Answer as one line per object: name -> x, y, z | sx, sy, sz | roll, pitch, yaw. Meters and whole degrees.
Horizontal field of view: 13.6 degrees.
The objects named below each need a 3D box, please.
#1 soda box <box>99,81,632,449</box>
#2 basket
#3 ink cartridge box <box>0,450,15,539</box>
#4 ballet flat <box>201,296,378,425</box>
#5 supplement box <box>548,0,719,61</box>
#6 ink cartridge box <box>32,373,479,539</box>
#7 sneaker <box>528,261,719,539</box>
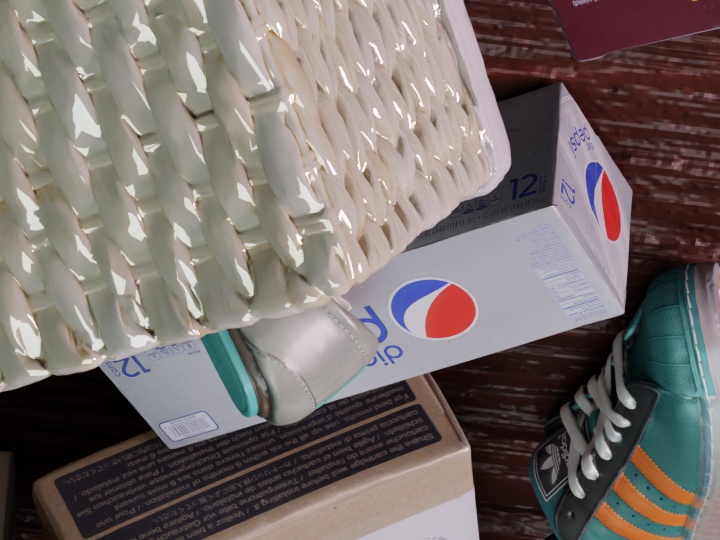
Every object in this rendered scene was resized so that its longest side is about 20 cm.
soda box -> 0.000, 0.000, 1.131 | 0.199, 0.068, 0.064 | -18, 131, 24
basket -> -0.086, -0.073, 0.939 | 0.197, 0.161, 0.201 | -16, 102, 23
ink cartridge box -> -0.251, 0.147, 1.300 | 0.199, 0.084, 0.145 | 3, 138, -4
ballet flat -> -0.060, -0.041, 1.071 | 0.064, 0.201, 0.067 | -31, 180, -12
supplement box -> 0.088, -0.164, 0.947 | 0.108, 0.061, 0.200 | -10, 134, 19
ink cartridge box -> -0.033, 0.140, 1.234 | 0.164, 0.075, 0.201 | -22, 138, -12
sneaker -> 0.107, 0.073, 1.195 | 0.079, 0.072, 0.200 | 0, 139, 1
